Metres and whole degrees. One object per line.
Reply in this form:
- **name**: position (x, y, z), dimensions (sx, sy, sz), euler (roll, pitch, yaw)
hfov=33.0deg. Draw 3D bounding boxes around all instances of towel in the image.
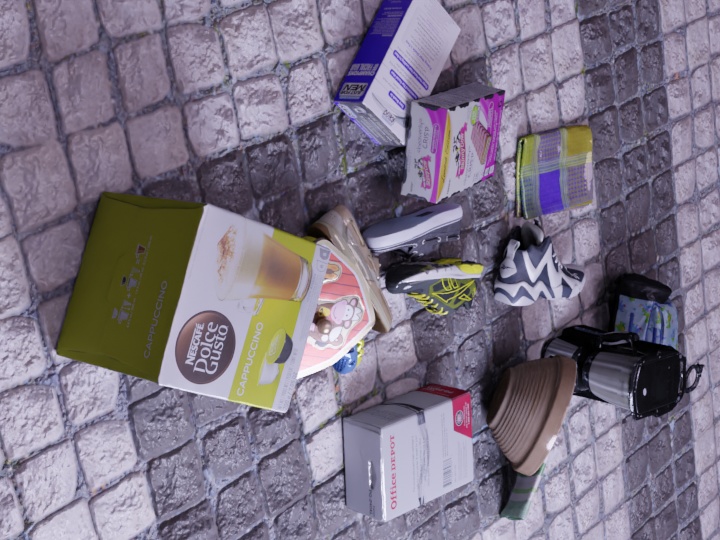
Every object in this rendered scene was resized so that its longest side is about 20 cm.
- **towel**: position (0.324, -0.164, 2.010), dimensions (0.200, 0.023, 0.144), euler (-12, 107, -44)
- **towel**: position (0.282, 0.312, 1.988), dimensions (0.153, 0.023, 0.200), euler (110, 3, -77)

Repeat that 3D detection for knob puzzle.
- **knob puzzle**: position (-0.069, 0.055, 1.561), dimensions (0.219, 0.030, 0.220), euler (-8, 112, -20)

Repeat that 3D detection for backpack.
- **backpack**: position (0.503, 0.119, 2.169), dimensions (0.163, 0.154, 0.200), euler (-5, 115, -71)

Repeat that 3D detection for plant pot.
- **plant pot**: position (0.261, 0.217, 1.934), dimensions (0.093, 0.201, 0.201), euler (22, 78, -1)

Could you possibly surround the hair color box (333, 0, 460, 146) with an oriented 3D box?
- **hair color box**: position (0.052, -0.285, 1.680), dimensions (0.109, 0.065, 0.200), euler (41, 67, -43)

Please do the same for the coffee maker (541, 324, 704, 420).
- **coffee maker**: position (0.435, 0.173, 2.054), dimensions (0.192, 0.200, 0.135), euler (21, 86, -42)

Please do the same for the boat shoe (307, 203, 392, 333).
- **boat shoe**: position (0.000, 0.000, 1.673), dimensions (0.065, 0.072, 0.200), euler (-46, 121, -27)

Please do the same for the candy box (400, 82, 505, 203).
- **candy box**: position (0.135, -0.185, 1.733), dimensions (0.200, 0.061, 0.137), euler (-28, 129, -55)

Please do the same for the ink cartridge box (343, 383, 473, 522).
- **ink cartridge box**: position (0.071, 0.263, 1.781), dimensions (0.200, 0.083, 0.145), euler (-15, 108, -43)

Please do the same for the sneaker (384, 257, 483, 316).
- **sneaker**: position (0.113, 0.029, 1.789), dimensions (0.200, 0.074, 0.085), euler (-5, 101, -45)

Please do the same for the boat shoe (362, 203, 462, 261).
- **boat shoe**: position (0.079, -0.046, 1.753), dimensions (0.200, 0.070, 0.066), euler (-23, 112, -49)

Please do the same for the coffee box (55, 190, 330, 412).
- **coffee box**: position (-0.191, 0.035, 1.387), dimensions (0.198, 0.200, 0.200), euler (20, 82, -45)

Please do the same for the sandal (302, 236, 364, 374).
- **sandal**: position (-0.062, 0.057, 1.622), dimensions (0.087, 0.079, 0.200), euler (-36, 115, -27)

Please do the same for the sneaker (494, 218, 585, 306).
- **sneaker**: position (0.298, -0.023, 1.966), dimensions (0.199, 0.079, 0.130), euler (-8, 112, -35)
